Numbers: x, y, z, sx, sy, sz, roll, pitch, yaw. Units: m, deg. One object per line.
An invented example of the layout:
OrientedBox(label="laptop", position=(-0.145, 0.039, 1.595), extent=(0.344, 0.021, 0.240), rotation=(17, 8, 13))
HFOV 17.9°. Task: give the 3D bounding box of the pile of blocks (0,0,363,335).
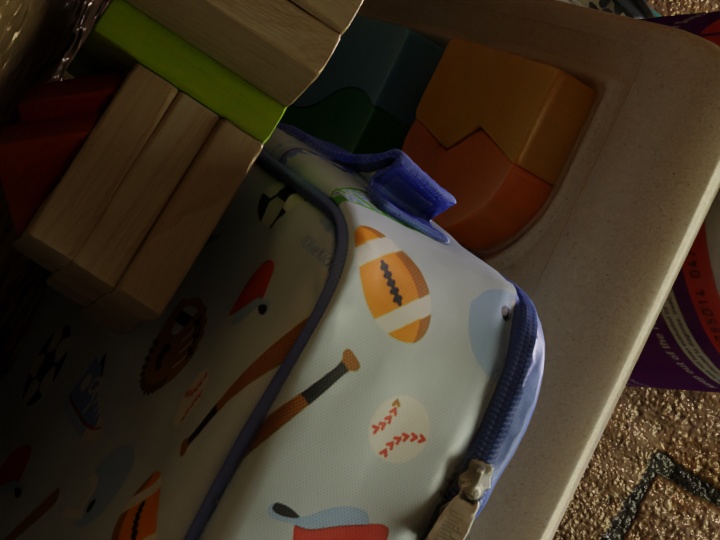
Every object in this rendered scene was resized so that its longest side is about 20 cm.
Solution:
OrientedBox(label="pile of blocks", position=(-0.026, -0.079, 0.513), extent=(0.200, 0.062, 0.082), rotation=(-55, -170, 10))

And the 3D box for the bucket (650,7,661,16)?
OrientedBox(label="bucket", position=(0.103, -0.052, 1.212), extent=(0.208, 0.207, 0.135), rotation=(-62, 171, 11))

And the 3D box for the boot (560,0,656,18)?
OrientedBox(label="boot", position=(0.092, -0.101, 0.831), extent=(0.073, 0.203, 0.154), rotation=(-36, -161, 42))

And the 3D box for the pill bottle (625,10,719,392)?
OrientedBox(label="pill bottle", position=(0.080, -0.021, 0.700), extent=(0.200, 0.112, 0.113), rotation=(1, -128, 47))

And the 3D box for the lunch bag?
OrientedBox(label="lunch bag", position=(-0.032, 0.038, 0.567), extent=(0.161, 0.075, 0.200), rotation=(-59, -156, 3))

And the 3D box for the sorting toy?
OrientedBox(label="sorting toy", position=(0.000, 0.000, 0.659), extent=(0.200, 0.036, 0.186), rotation=(24, -92, 51))
